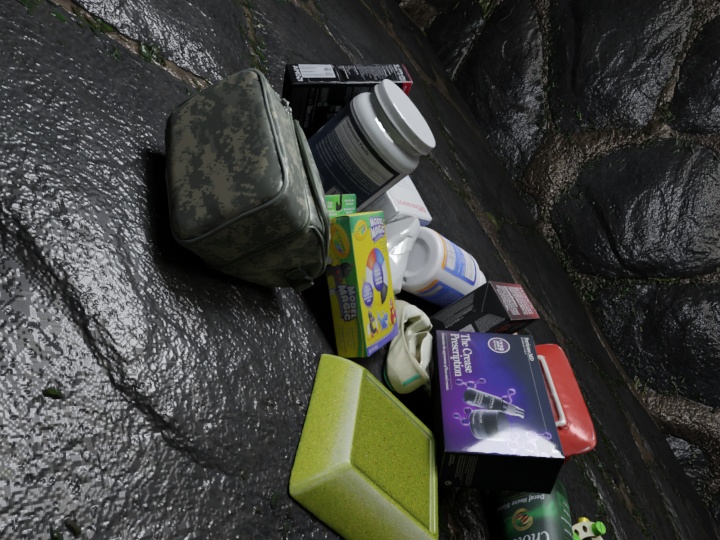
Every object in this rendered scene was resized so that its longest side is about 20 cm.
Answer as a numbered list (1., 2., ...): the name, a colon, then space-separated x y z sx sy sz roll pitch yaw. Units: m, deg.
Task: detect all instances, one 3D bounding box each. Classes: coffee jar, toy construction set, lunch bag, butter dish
1. coffee jar: 0.232 0.367 0.727 0.086 0.104 0.201 55 21 -30
2. toy construction set: 0.306 0.362 0.884 0.130 0.093 0.201 13 34 -22
3. lunch bag: -0.113 -0.091 0.631 0.168 0.138 0.201 51 19 -59
4. butter dish: 0.231 0.232 0.850 0.201 0.198 0.149 -89 164 -54

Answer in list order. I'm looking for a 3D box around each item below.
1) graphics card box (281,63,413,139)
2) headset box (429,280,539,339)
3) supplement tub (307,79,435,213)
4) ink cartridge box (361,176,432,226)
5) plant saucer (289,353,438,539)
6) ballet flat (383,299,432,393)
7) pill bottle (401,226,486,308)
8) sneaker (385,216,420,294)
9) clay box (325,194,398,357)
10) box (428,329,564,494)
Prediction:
1. graphics card box: -0.028 -0.267 0.912 0.198 0.126 0.051 -9 60 -20
2. headset box: 0.214 0.090 0.988 0.199 0.148 0.075 5 54 -58
3. supplement tub: 0.000 -0.179 0.871 0.140 0.199 0.141 41 27 -27
4. ink cartridge box: 0.029 -0.157 1.034 0.145 0.087 0.201 3 55 -59
5. plant saucer: 0.025 0.206 0.622 0.200 0.048 0.200 46 26 -20
6. ballet flat: 0.077 0.098 0.829 0.069 0.069 0.201 45 26 -21
7. pill bottle: 0.145 0.005 1.013 0.199 0.112 0.113 25 38 -49
8. sneaker: 0.047 -0.008 0.893 0.200 0.075 0.089 -52 123 -44
9. clay box: 0.000 0.000 0.736 0.115 0.047 0.202 -21 106 -65
10. box: 0.166 0.175 0.735 0.140 0.079 0.201 5 38 -1
